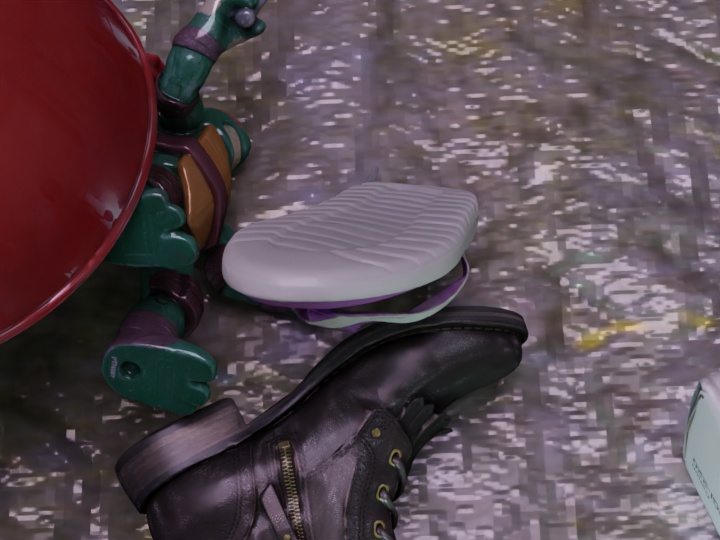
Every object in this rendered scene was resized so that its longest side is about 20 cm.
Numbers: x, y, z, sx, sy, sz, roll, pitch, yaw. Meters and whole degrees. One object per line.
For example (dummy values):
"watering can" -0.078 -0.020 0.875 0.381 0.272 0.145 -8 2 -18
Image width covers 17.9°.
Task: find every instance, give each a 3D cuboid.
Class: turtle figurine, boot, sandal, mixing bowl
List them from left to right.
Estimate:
"mixing bowl" -0.188 -0.072 0.864 0.200 0.108 0.200 -7 59 11
"turtle figurine" -0.066 -0.033 0.983 0.101 0.150 0.200 -16 25 22
"sandal" 0.007 0.001 0.925 0.082 0.203 0.050 6 102 19
"boot" 0.008 0.122 0.935 0.200 0.069 0.174 -25 71 -5

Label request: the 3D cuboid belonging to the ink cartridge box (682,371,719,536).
"ink cartridge box" 0.250 0.083 0.926 0.200 0.085 0.146 -22 65 -6
